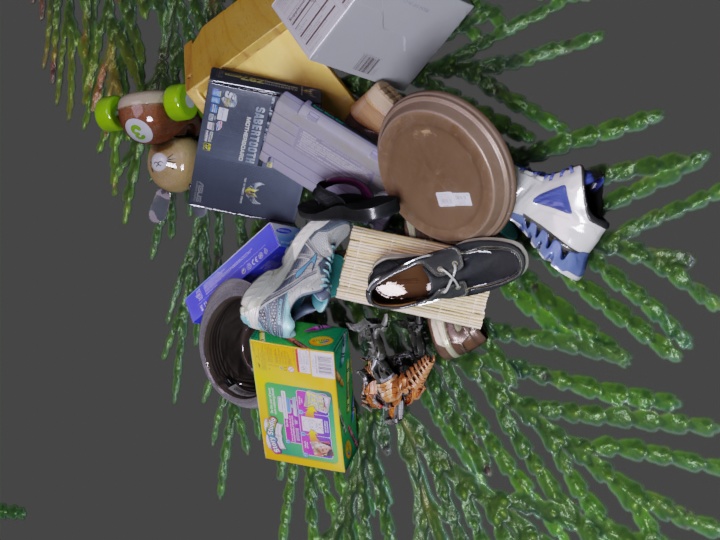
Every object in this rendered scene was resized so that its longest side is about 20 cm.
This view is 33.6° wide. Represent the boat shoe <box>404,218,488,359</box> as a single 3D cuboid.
[{"bbox_3d":[0.116,0.008,1.521,0.075,0.075,0.203,-20,78,22],"label":"boat shoe"}]

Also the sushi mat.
[{"bbox_3d":[0.068,0.007,1.493,0.199,0.012,0.096,12,89,19],"label":"sushi mat"}]

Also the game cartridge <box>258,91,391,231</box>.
[{"bbox_3d":[-0.033,-0.143,1.576,0.199,0.038,0.130,32,140,3],"label":"game cartridge"}]

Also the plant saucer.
[{"bbox_3d":[0.096,-0.117,1.432,0.199,0.029,0.201,22,129,30],"label":"plant saucer"}]

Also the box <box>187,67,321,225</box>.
[{"bbox_3d":[-0.149,-0.171,1.667,0.051,0.157,0.201,-93,17,-57],"label":"box"}]

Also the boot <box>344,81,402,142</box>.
[{"bbox_3d":[0.045,-0.136,1.606,0.200,0.072,0.167,51,134,17],"label":"boot"}]

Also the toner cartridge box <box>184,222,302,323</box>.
[{"bbox_3d":[-0.155,0.009,1.722,0.200,0.095,0.043,-39,62,29],"label":"toner cartridge box"}]

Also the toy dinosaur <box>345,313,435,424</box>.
[{"bbox_3d":[0.051,0.126,1.528,0.199,0.102,0.137,-17,75,45],"label":"toy dinosaur"}]

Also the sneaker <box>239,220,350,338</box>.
[{"bbox_3d":[-0.064,0.012,1.552,0.086,0.078,0.200,28,64,23],"label":"sneaker"}]

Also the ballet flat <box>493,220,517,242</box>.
[{"bbox_3d":[0.112,-0.097,1.493,0.075,0.068,0.200,-39,90,30],"label":"ballet flat"}]

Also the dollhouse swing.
[{"bbox_3d":[-0.120,-0.282,1.714,0.200,0.176,0.182,-33,39,19],"label":"dollhouse swing"}]

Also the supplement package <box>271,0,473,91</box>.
[{"bbox_3d":[0.017,-0.343,1.552,0.156,0.199,0.111,-48,58,25],"label":"supplement package"}]

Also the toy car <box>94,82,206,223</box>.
[{"bbox_3d":[-0.296,-0.176,1.839,0.163,0.158,0.201,-4,93,29],"label":"toy car"}]

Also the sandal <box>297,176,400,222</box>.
[{"bbox_3d":[-0.017,-0.094,1.516,0.200,0.075,0.048,6,115,57],"label":"sandal"}]

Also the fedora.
[{"bbox_3d":[-0.140,0.098,1.687,0.177,0.090,0.201,41,124,23],"label":"fedora"}]

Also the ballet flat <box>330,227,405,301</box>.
[{"bbox_3d":[0.000,0.000,1.610,0.199,0.068,0.068,-21,70,38],"label":"ballet flat"}]

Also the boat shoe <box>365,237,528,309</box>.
[{"bbox_3d":[0.103,0.009,1.431,0.199,0.068,0.072,-9,108,17],"label":"boat shoe"}]

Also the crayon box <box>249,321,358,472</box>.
[{"bbox_3d":[-0.073,0.165,1.576,0.118,0.058,0.201,7,123,19],"label":"crayon box"}]

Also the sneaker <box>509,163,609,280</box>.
[{"bbox_3d":[0.229,-0.094,1.434,0.200,0.080,0.115,48,109,27],"label":"sneaker"}]
